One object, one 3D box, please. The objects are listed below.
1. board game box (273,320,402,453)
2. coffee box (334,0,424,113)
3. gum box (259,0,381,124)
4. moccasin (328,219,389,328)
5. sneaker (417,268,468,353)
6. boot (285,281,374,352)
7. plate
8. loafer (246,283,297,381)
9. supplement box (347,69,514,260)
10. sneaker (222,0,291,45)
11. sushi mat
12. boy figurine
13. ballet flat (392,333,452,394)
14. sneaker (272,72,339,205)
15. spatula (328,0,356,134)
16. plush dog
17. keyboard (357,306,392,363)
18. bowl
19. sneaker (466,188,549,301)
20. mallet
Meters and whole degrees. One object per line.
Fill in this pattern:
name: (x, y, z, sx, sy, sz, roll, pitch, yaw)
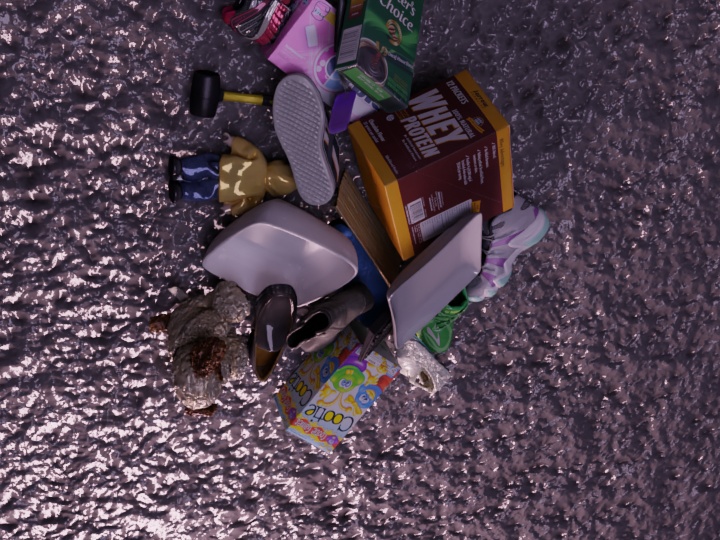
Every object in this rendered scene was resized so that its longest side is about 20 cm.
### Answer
board game box: (-0.042, 0.195, 1.577, 0.103, 0.105, 0.200, 33, 101, -30)
coffee box: (0.031, -0.337, 1.272, 0.123, 0.044, 0.201, 32, 60, -44)
gum box: (-0.040, -0.310, 1.332, 0.200, 0.066, 0.114, 32, 103, -30)
moccasin: (0.000, 0.000, 1.511, 0.080, 0.068, 0.200, -20, 118, -6)
sneaker: (0.140, 0.062, 1.582, 0.074, 0.084, 0.200, -6, 119, -17)
boot: (-0.077, 0.090, 1.464, 0.131, 0.068, 0.200, -28, 170, -44)
plate: (0.112, 0.012, 1.430, 0.200, 0.032, 0.200, -42, 155, -14)
loafer: (-0.139, 0.100, 1.471, 0.073, 0.072, 0.200, 2, 139, -13)
supplement box: (0.112, -0.157, 1.389, 0.200, 0.133, 0.197, -26, 146, -5)
sneaker: (-0.119, -0.409, 1.246, 0.075, 0.081, 0.200, 19, 109, -25)
sushi mat: (0.014, -0.063, 1.471, 0.012, 0.096, 0.200, -16, 127, 27)
boy figurine: (-0.185, -0.144, 1.371, 0.199, 0.064, 0.125, -5, 99, -20)
ballet flat: (0.103, 0.166, 1.600, 0.072, 0.072, 0.200, -40, 141, 4)
sneaker: (-0.078, -0.201, 1.341, 0.078, 0.079, 0.200, -3, 121, 11)
spatula: (-0.027, -0.290, 1.286, 0.056, 0.021, 0.201, -30, 127, -51)
plush dog: (-0.251, 0.132, 1.421, 0.160, 0.172, 0.200, 1, 133, -9)
keyboard: (0.059, 0.064, 1.504, 0.021, 0.200, 0.127, 27, 125, 13)
bowl: (-0.118, -0.032, 1.411, 0.200, 0.075, 0.200, 28, 144, -29)
sneaker: (0.213, -0.054, 1.557, 0.140, 0.078, 0.200, 37, 91, -29)
mallet: (-0.155, -0.242, 1.349, 0.200, 0.041, 0.066, 9, 112, -27)
